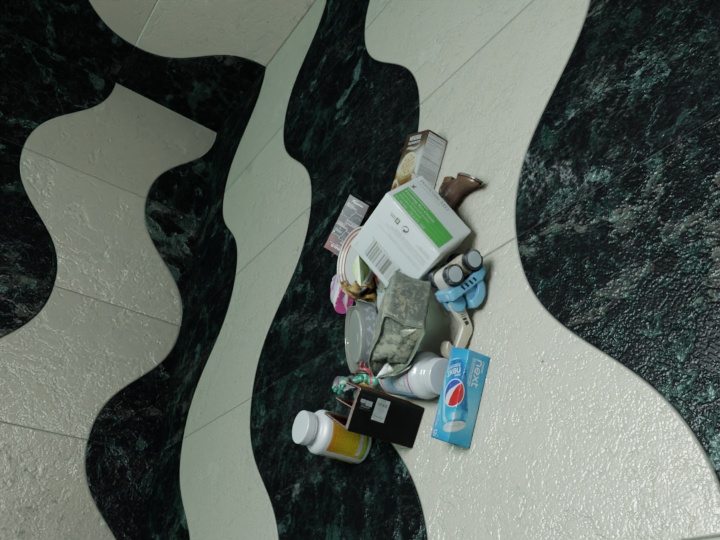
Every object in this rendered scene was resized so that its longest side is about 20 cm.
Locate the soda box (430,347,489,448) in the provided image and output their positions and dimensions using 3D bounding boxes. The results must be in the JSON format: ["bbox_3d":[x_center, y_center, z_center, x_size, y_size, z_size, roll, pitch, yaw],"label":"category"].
[{"bbox_3d":[0.220,0.278,1.435,0.064,0.067,0.205,-4,68,58],"label":"soda box"}]

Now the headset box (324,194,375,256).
[{"bbox_3d":[-0.035,-0.133,2.055,0.203,0.076,0.149,-62,-5,11],"label":"headset box"}]

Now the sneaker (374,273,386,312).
[{"bbox_3d":[0.064,0.049,1.819,0.204,0.092,0.070,-64,30,7],"label":"sneaker"}]

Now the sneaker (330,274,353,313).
[{"bbox_3d":[-0.050,0.027,2.037,0.088,0.080,0.204,23,90,59],"label":"sneaker"}]

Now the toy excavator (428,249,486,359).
[{"bbox_3d":[0.234,0.081,1.514,0.193,0.203,0.100,-34,6,-21],"label":"toy excavator"}]

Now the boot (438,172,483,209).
[{"bbox_3d":[0.233,-0.146,1.689,0.204,0.063,0.186,-68,16,-5],"label":"boot"}]

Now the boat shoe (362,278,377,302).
[{"bbox_3d":[0.048,0.005,1.900,0.202,0.069,0.071,-56,33,24],"label":"boat shoe"}]

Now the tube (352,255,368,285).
[{"bbox_3d":[0.000,0.000,1.736,0.052,0.058,0.200,-46,-1,1],"label":"tube"}]

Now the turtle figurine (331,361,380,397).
[{"bbox_3d":[0.007,0.306,1.712,0.102,0.148,0.199,-60,16,-21],"label":"turtle figurine"}]

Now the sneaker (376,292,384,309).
[{"bbox_3d":[0.098,0.157,1.721,0.078,0.078,0.206,-7,90,63],"label":"sneaker"}]

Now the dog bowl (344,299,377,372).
[{"bbox_3d":[0.005,0.182,1.803,0.200,0.057,0.206,180,90,-76],"label":"dog bowl"}]

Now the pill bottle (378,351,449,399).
[{"bbox_3d":[0.135,0.248,1.557,0.198,0.107,0.112,-8,64,57],"label":"pill bottle"}]

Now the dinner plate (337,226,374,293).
[{"bbox_3d":[-0.004,-0.026,1.899,0.198,0.024,0.206,-22,61,47],"label":"dinner plate"}]

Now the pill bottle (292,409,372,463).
[{"bbox_3d":[-0.076,0.430,1.700,0.111,0.197,0.113,-36,42,42],"label":"pill bottle"}]

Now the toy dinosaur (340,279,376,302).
[{"bbox_3d":[-0.009,0.061,1.775,0.200,0.103,0.062,-164,71,-78],"label":"toy dinosaur"}]

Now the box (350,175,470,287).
[{"bbox_3d":[0.124,-0.080,1.621,0.200,0.170,0.201,48,132,10],"label":"box"}]

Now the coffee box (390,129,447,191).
[{"bbox_3d":[0.165,-0.290,1.880,0.113,0.078,0.205,2,73,59],"label":"coffee box"}]

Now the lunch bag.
[{"bbox_3d":[0.087,0.138,1.527,0.166,0.115,0.203,-73,2,-51],"label":"lunch bag"}]

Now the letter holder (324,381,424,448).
[{"bbox_3d":[0.029,0.341,1.582,0.141,0.197,0.103,10,79,60],"label":"letter holder"}]
